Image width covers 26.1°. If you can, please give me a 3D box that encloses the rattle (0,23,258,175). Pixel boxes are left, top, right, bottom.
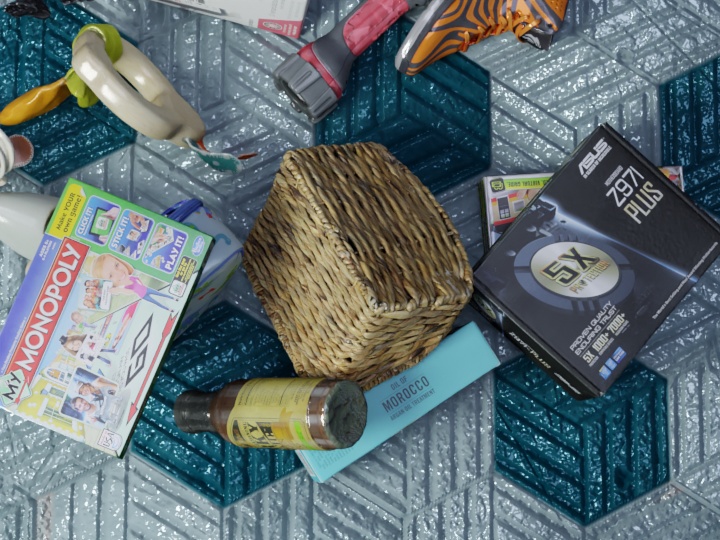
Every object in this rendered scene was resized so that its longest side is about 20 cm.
[{"bbox_3d":[-0.217,-0.123,1.465,0.143,0.130,0.200,-48,116,1],"label":"rattle"}]

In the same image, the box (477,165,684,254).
[{"bbox_3d":[0.219,-0.041,1.517,0.199,0.035,0.111,-4,83,-7],"label":"box"}]

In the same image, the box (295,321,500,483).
[{"bbox_3d":[0.030,0.123,1.451,0.199,0.082,0.049,-33,88,-9],"label":"box"}]

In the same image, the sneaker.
[{"bbox_3d":[0.130,-0.241,1.512,0.112,0.078,0.200,44,80,2],"label":"sneaker"}]

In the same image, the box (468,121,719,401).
[{"bbox_3d":[0.216,-0.006,1.451,0.164,0.086,0.200,42,81,1],"label":"box"}]

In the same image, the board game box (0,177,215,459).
[{"bbox_3d":[-0.221,0.040,1.303,0.134,0.029,0.201,22,82,2],"label":"board game box"}]

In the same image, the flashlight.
[{"bbox_3d":[0.006,-0.231,1.500,0.200,0.068,0.068,-43,78,-7],"label":"flashlight"}]

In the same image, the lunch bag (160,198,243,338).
[{"bbox_3d":[-0.195,0.027,1.398,0.200,0.161,0.082,-44,89,-9],"label":"lunch bag"}]

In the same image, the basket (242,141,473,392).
[{"bbox_3d":[0.000,0.000,1.435,0.142,0.149,0.201,-9,54,-35],"label":"basket"}]

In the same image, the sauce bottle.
[{"bbox_3d":[-0.085,0.128,1.393,0.065,0.199,0.065,5,83,-48],"label":"sauce bottle"}]

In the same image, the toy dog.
[{"bbox_3d":[-0.314,-0.069,1.428,0.131,0.097,0.200,-24,120,27],"label":"toy dog"}]

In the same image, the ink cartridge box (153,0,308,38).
[{"bbox_3d":[-0.139,-0.295,1.454,0.199,0.146,0.085,16,83,-4],"label":"ink cartridge box"}]

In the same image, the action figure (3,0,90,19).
[{"bbox_3d":[-0.299,-0.343,1.440,0.118,0.102,0.201,-10,85,4],"label":"action figure"}]
